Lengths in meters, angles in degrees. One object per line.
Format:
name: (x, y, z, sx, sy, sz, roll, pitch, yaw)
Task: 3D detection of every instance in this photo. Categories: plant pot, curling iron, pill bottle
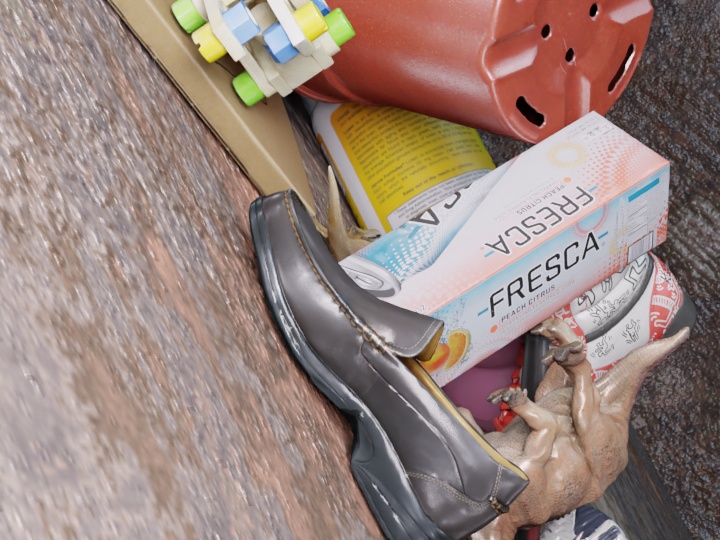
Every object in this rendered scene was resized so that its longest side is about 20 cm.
plant pot: (0.063, -0.175, 0.868, 0.195, 0.201, 0.201, 28, -15, 42)
curling iron: (0.110, 0.128, 0.832, 0.026, 0.049, 0.202, -10, 97, -67)
pill bottle: (0.030, -0.095, 1.050, 0.201, 0.110, 0.111, 64, 11, 15)

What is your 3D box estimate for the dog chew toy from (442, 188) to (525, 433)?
dog chew toy: (0.094, 0.022, 0.950, 0.201, 0.123, 0.125, 70, 1, -45)

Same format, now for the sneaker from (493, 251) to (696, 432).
sneaker: (0.113, 0.059, 0.869, 0.108, 0.202, 0.067, 45, -6, -28)

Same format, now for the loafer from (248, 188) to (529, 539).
loafer: (0.011, 0.042, 0.699, 0.201, 0.072, 0.073, 61, 11, 2)

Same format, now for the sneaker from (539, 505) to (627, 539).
sneaker: (0.174, 0.258, 0.900, 0.130, 0.079, 0.200, 47, 18, -58)

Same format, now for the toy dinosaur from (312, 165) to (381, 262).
toy dinosaur: (0.000, 0.000, 0.860, 0.101, 0.058, 0.200, 47, 0, 8)

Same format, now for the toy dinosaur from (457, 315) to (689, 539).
toy dinosaur: (0.107, 0.112, 0.777, 0.136, 0.199, 0.086, 61, -20, -12)

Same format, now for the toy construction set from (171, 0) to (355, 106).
toy construction set: (-0.067, -0.180, 0.772, 0.131, 0.091, 0.202, 39, 35, -62)

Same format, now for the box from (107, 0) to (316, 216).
box: (-0.095, -0.139, 0.808, 0.200, 0.021, 0.164, 52, 14, -40)

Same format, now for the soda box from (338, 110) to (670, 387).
soda box: (0.083, -0.011, 0.797, 0.068, 0.199, 0.064, 41, -27, 39)
